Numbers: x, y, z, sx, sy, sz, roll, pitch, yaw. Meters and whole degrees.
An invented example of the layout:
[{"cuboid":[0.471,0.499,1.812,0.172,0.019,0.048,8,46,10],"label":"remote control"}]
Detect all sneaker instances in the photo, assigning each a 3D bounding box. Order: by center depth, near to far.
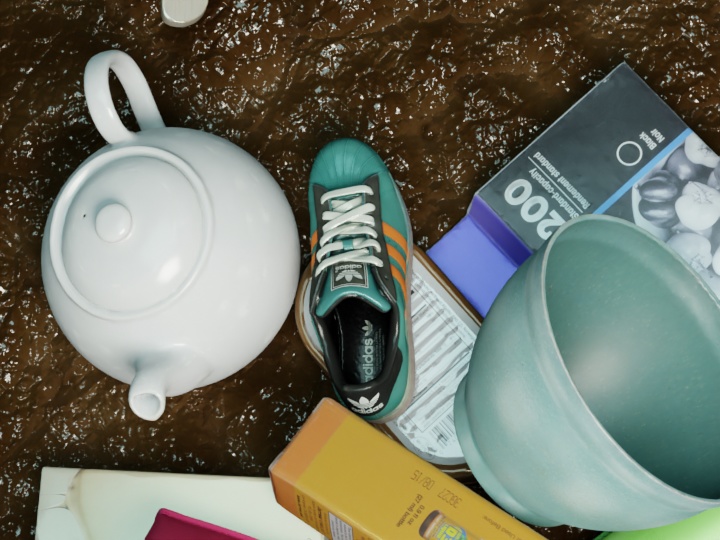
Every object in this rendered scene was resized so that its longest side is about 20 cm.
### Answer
[{"cuboid":[0.000,0.000,1.251,0.071,0.080,0.201,-10,76,7],"label":"sneaker"}]

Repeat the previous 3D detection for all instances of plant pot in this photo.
[{"cuboid":[0.144,0.083,1.182,0.134,0.200,0.201,-37,71,37],"label":"plant pot"}]

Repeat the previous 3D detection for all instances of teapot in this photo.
[{"cuboid":[-0.143,-0.021,1.268,0.200,0.146,0.198,32,87,23],"label":"teapot"}]

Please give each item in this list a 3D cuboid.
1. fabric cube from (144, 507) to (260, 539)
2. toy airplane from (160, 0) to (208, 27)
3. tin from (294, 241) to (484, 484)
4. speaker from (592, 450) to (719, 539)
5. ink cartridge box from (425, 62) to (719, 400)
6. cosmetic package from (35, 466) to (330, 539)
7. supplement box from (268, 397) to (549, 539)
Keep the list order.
[{"cuboid":[-0.079,0.294,1.126,0.195,0.199,0.201,17,104,0],"label":"fabric cube"},{"cuboid":[-0.124,-0.304,1.347,0.199,0.141,0.200,-40,75,-4],"label":"toy airplane"},{"cuboid":[0.037,0.058,1.294,0.112,0.042,0.200,-41,75,-5],"label":"tin"},{"cuboid":[0.201,0.195,1.218,0.200,0.088,0.089,-36,75,-2],"label":"speaker"},{"cuboid":[0.178,-0.011,1.292,0.200,0.043,0.198,-42,75,-2],"label":"ink cartridge box"},{"cuboid":[-0.118,0.192,1.266,0.199,0.073,0.104,1,77,6],"label":"cosmetic package"},{"cuboid":[0.040,0.166,1.176,0.199,0.069,0.067,31,66,20],"label":"supplement box"}]
